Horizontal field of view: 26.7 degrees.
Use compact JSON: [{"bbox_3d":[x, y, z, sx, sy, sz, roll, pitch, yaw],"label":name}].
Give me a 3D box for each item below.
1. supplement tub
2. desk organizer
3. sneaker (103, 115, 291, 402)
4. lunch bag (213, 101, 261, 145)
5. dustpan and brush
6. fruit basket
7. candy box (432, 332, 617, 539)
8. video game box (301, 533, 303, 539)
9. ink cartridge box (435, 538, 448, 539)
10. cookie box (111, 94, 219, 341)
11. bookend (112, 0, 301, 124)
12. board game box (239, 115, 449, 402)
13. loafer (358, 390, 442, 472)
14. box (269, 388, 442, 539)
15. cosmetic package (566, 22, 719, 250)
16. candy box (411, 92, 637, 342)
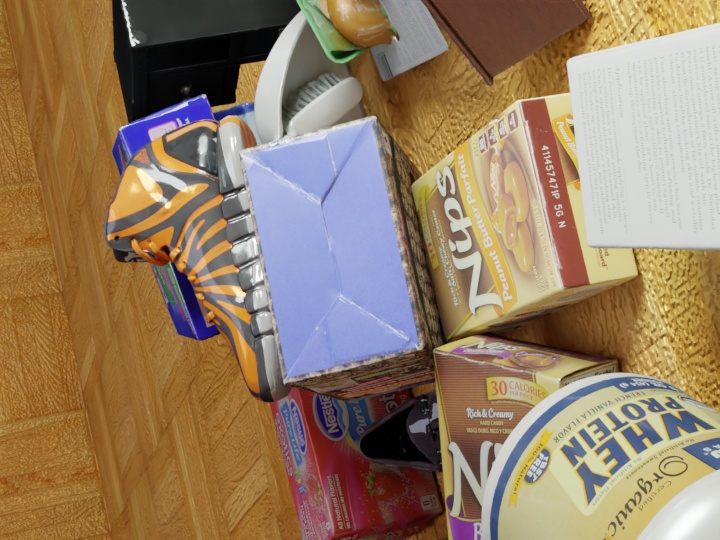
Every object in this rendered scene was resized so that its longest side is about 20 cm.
[{"bbox_3d":[0.160,0.144,0.733,0.200,0.144,0.145,-146,50,-64],"label":"supplement tub"},{"bbox_3d":[0.051,-0.215,0.889,0.200,0.077,0.072,47,-151,-26],"label":"desk organizer"},{"bbox_3d":[-0.111,0.000,1.055,0.078,0.111,0.201,27,-130,-77],"label":"sneaker"},{"bbox_3d":[-0.074,-0.067,1.345,0.200,0.123,0.171,-5,96,64],"label":"lunch bag"},{"bbox_3d":[-0.049,-0.107,1.154,0.057,0.200,0.140,10,130,42],"label":"dustpan and brush"},{"bbox_3d":[-0.001,-0.227,1.063,0.186,0.093,0.200,60,166,-6],"label":"fruit basket"},{"bbox_3d":[0.109,0.148,0.967,0.116,0.056,0.201,9,108,51],"label":"candy box"},{"bbox_3d":[-0.008,0.283,1.424,0.182,0.047,0.201,-154,57,-64],"label":"video game box"},{"bbox_3d":[0.060,0.262,1.136,0.200,0.067,0.117,121,138,-76],"label":"ink cartridge box"},{"bbox_3d":[-0.135,-0.037,1.205,0.200,0.075,0.172,174,75,-79],"label":"cookie box"},{"bbox_3d":[-0.109,-0.203,1.301,0.200,0.198,0.093,117,141,-70],"label":"bookend"},{"bbox_3d":[0.000,0.000,1.069,0.200,0.096,0.160,33,-136,-76],"label":"board game box"},{"bbox_3d":[0.055,0.126,1.145,0.200,0.063,0.072,146,113,-69],"label":"loafer"},{"bbox_3d":[-0.013,0.132,1.287,0.096,0.099,0.201,123,135,-63],"label":"box"},{"bbox_3d":[0.176,-0.063,0.706,0.200,0.071,0.102,-174,77,-70],"label":"cosmetic package"},{"bbox_3d":[0.098,-0.028,0.967,0.200,0.055,0.116,146,114,-69],"label":"candy box"}]
